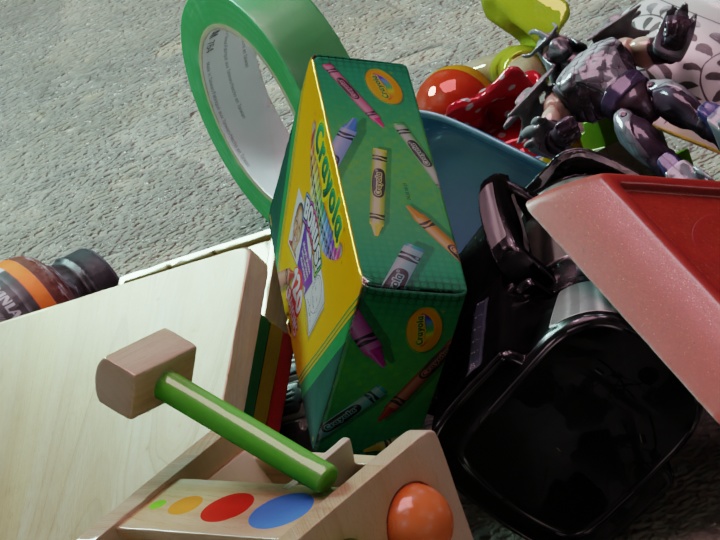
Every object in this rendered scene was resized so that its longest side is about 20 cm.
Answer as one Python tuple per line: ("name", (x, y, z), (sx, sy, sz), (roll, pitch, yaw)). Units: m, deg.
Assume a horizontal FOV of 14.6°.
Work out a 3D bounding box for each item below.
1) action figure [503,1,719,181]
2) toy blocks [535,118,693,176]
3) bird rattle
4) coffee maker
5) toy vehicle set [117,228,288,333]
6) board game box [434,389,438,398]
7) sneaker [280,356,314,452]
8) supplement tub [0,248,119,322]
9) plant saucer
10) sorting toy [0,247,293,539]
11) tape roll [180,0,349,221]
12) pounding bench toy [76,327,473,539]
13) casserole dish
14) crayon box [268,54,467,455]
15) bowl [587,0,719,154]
("action figure", (0.168, -0.096, 1.661), (0.130, 0.069, 0.200), (-47, 54, -5))
("toy blocks", (0.113, -0.042, 1.844), (0.137, 0.100, 0.200), (-15, 7, 37))
("bird rattle", (0.093, -0.120, 2.100), (0.163, 0.113, 0.200), (-19, 29, 35))
("coffee maker", (0.105, 0.061, 1.517), (0.135, 0.192, 0.200), (16, 28, -3))
("toy vehicle set", (-0.101, 0.076, 1.633), (0.124, 0.027, 0.200), (-16, 49, 33))
("board game box", (-0.062, 0.066, 1.752), (0.165, 0.057, 0.200), (-29, 22, -23))
("sneaker", (0.007, 0.054, 1.620), (0.081, 0.083, 0.200), (-12, 48, 30))
("supplement tub", (-0.250, 0.058, 1.867), (0.200, 0.107, 0.107), (-30, 23, -28))
("plant saucer", (0.214, 0.010, 1.440), (0.200, 0.037, 0.200), (2, 34, -35))
("sorting toy", (-0.133, 0.109, 1.559), (0.199, 0.070, 0.200), (-16, 49, 32))
("tape roll", (-0.057, -0.118, 2.017), (0.048, 0.201, 0.200), (-28, 22, -23))
("pounding bench toy", (-0.038, 0.125, 1.363), (0.156, 0.200, 0.124), (-1, 26, 42))
("casserole dish", (0.082, -0.021, 1.716), (0.200, 0.121, 0.039), (28, 21, 27))
("crayon box", (0.001, -0.010, 1.516), (0.058, 0.119, 0.200), (5, 39, -15))
("bowl", (0.232, -0.127, 1.782), (0.201, 0.094, 0.201), (20, 9, -3))
